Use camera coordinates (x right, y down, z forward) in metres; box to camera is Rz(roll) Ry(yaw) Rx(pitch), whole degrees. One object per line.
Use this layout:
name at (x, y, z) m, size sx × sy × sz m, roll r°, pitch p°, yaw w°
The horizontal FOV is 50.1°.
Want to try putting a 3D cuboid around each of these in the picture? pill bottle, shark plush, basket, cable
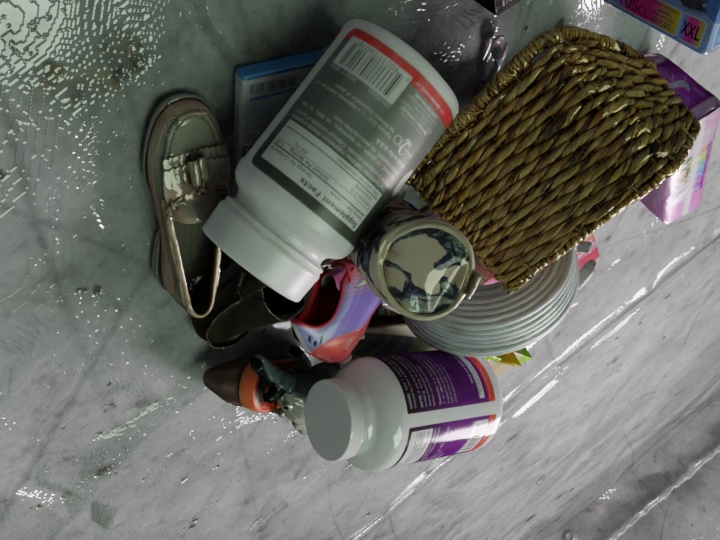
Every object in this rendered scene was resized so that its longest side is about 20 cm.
pill bottle at (-0.025, -0.082, 0.605) m, size 0.200 × 0.114 × 0.114 m, roll -52°, pitch 146°, yaw 0°
shark plush at (-0.069, 0.122, 0.831) m, size 0.090 × 0.084 × 0.200 m, roll -20°, pitch 155°, yaw 30°
basket at (0.163, -0.107, 0.662) m, size 0.200 × 0.149 × 0.143 m, roll -44°, pitch 179°, yaw 43°
pill bottle at (0.045, 0.141, 0.793) m, size 0.199 × 0.113 × 0.113 m, roll 0°, pitch 129°, yaw -39°
cable at (0.135, 0.000, 0.835) m, size 0.200 × 0.199 × 0.069 m, roll -54°, pitch 148°, yaw -26°

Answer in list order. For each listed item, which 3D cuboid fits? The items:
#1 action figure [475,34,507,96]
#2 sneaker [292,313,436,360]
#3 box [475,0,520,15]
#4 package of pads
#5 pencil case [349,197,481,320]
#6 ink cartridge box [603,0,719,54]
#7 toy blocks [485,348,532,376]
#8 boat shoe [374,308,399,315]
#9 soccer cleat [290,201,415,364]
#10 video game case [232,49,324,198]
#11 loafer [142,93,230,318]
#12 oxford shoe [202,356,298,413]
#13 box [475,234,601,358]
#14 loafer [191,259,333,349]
action figure at (0.159, -0.151, 0.805) m, size 0.199 × 0.135 × 0.149 m, roll -17°, pitch 166°, yaw -34°
sneaker at (0.018, 0.098, 0.883) m, size 0.199 × 0.067 × 0.091 m, roll 2°, pitch 100°, yaw -21°
box at (0.150, -0.331, 0.614) m, size 0.160 × 0.044 × 0.200 m, roll -36°, pitch 146°, yaw -9°
package of pads at (0.375, -0.162, 0.964) m, size 0.075 × 0.121 × 0.200 m, roll -32°, pitch 146°, yaw -3°
pencil case at (0.038, -0.017, 0.660) m, size 0.089 × 0.200 × 0.078 m, roll 9°, pitch 100°, yaw -10°
ink cartridge box at (0.307, -0.321, 0.699) m, size 0.076 × 0.136 × 0.201 m, roll -32°, pitch 146°, yaw -22°
toy blocks at (0.129, 0.128, 1.087) m, size 0.199 × 0.100 × 0.137 m, roll 22°, pitch 122°, yaw -42°
boat shoe at (0.027, 0.135, 0.990) m, size 0.062 × 0.075 × 0.201 m, roll 11°, pitch 124°, yaw -9°
soccer cleat at (0.000, 0.000, 0.779) m, size 0.201 × 0.066 × 0.077 m, roll -59°, pitch 137°, yaw -20°
video game case at (-0.049, -0.104, 0.699) m, size 0.143 × 0.018 × 0.201 m, roll -21°, pitch 141°, yaw -29°
loafer at (-0.135, -0.046, 0.636) m, size 0.072 × 0.063 × 0.201 m, roll -18°, pitch 140°, yaw -29°
oxford shoe at (-0.108, 0.126, 0.875) m, size 0.200 × 0.072 × 0.072 m, roll 42°, pitch 58°, yaw -69°
box at (0.184, -0.004, 0.948) m, size 0.200 × 0.095 × 0.103 m, roll -36°, pitch 125°, yaw -12°
loafer at (-0.094, 0.023, 0.720) m, size 0.073 × 0.072 × 0.200 m, roll -10°, pitch 152°, yaw -44°
